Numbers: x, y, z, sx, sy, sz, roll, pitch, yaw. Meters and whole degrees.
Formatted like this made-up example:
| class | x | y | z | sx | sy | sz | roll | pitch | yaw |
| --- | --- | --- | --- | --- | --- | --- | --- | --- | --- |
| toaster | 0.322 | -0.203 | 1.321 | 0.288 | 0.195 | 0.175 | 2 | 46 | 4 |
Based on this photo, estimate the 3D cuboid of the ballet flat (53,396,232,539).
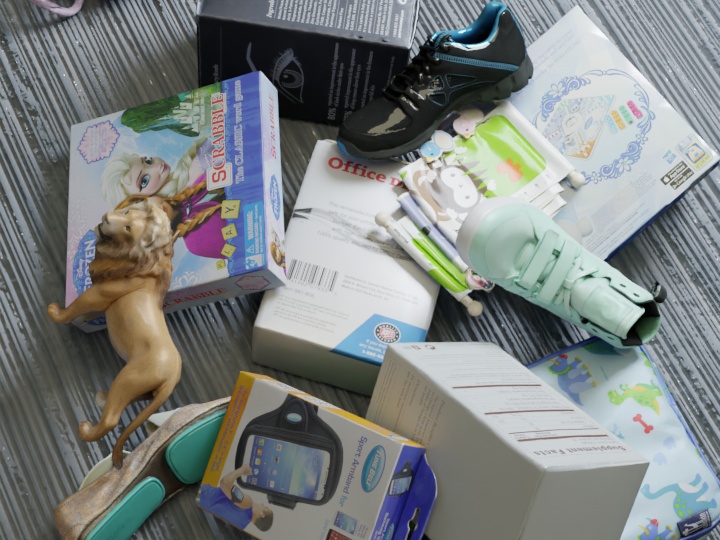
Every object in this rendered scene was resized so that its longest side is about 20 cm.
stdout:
| class | x | y | z | sx | sy | sz | roll | pitch | yaw |
| --- | --- | --- | --- | --- | --- | --- | --- | --- | --- |
| ballet flat | -0.174 | 0.159 | 1.168 | 0.200 | 0.068 | 0.067 | -37 | 45 | -23 |

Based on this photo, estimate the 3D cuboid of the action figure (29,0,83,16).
| class | x | y | z | sx | sy | sz | roll | pitch | yaw |
| --- | --- | --- | --- | --- | --- | --- | --- | --- | --- |
| action figure | -0.266 | -0.359 | 1.413 | 0.149 | 0.134 | 0.200 | -40 | 52 | 22 |

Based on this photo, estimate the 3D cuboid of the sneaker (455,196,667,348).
| class | x | y | z | sx | sy | sz | roll | pitch | yaw |
| --- | --- | --- | --- | --- | --- | --- | --- | --- | --- |
| sneaker | 0.174 | 0.004 | 1.160 | 0.118 | 0.200 | 0.074 | 35 | 98 | 48 |

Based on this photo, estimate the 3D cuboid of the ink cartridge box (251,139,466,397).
| class | x | y | z | sx | sy | sz | roll | pitch | yaw |
| --- | --- | --- | --- | --- | --- | --- | --- | --- | --- |
| ink cartridge box | 0.000 | 0.000 | 1.251 | 0.144 | 0.084 | 0.200 | 17 | 63 | 1 |

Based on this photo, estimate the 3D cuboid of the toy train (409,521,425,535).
| class | x | y | z | sx | sy | sz | roll | pitch | yaw |
| --- | --- | --- | --- | --- | --- | --- | --- | --- | --- |
| toy train | 0.013 | 0.186 | 1.176 | 0.199 | 0.042 | 0.056 | 19 | 30 | 3 |

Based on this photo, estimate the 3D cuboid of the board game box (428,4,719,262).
| class | x | y | z | sx | sy | sz | roll | pitch | yaw |
| --- | --- | --- | --- | --- | --- | --- | --- | --- | --- |
| board game box | 0.192 | -0.108 | 1.302 | 0.200 | 0.043 | 0.199 | -40 | 78 | 3 |

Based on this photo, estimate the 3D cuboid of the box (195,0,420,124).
| class | x | y | z | sx | sy | sz | roll | pitch | yaw |
| --- | --- | --- | --- | --- | --- | --- | --- | --- | --- |
| box | -0.051 | -0.224 | 1.322 | 0.199 | 0.148 | 0.105 | 9 | 63 | -2 |

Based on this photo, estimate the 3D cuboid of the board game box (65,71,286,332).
| class | x | y | z | sx | sy | sz | roll | pitch | yaw |
| --- | --- | --- | --- | --- | --- | --- | --- | --- | --- |
| board game box | -0.166 | -0.061 | 1.241 | 0.199 | 0.041 | 0.201 | -14 | 62 | 18 |

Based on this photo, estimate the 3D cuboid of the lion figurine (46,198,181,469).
| class | x | y | z | sx | sy | sz | roll | pitch | yaw |
| --- | --- | --- | --- | --- | --- | --- | --- | --- | --- |
| lion figurine | -0.185 | 0.049 | 1.146 | 0.122 | 0.072 | 0.200 | -26 | 74 | 16 |

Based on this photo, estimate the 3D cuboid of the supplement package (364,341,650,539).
| class | x | y | z | sx | sy | sz | roll | pitch | yaw |
| --- | --- | --- | --- | --- | --- | --- | --- | --- | --- |
| supplement package | 0.105 | 0.151 | 1.099 | 0.117 | 0.117 | 0.200 | 2 | 24 | -38 |

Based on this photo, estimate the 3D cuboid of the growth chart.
| class | x | y | z | sx | sy | sz | roll | pitch | yaw |
| --- | --- | --- | --- | --- | --- | --- | --- | --- | --- |
| growth chart | 0.105 | -0.068 | 1.244 | 0.145 | 0.018 | 0.200 | 39 | 63 | 9 |

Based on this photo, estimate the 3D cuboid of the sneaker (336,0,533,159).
| class | x | y | z | sx | sy | sz | roll | pitch | yaw |
| --- | --- | --- | --- | --- | --- | --- | --- | --- | --- |
| sneaker | 0.059 | -0.171 | 1.253 | 0.200 | 0.082 | 0.073 | -32 | 42 | -13 |

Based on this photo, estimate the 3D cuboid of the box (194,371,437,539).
| class | x | y | z | sx | sy | sz | roll | pitch | yaw |
| --- | --- | --- | --- | --- | --- | --- | --- | --- | --- |
| box | -0.035 | 0.167 | 1.103 | 0.200 | 0.041 | 0.119 | 19 | 90 | 38 |

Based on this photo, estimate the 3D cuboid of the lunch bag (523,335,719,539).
| class | x | y | z | sx | sy | sz | roll | pitch | yaw |
| --- | --- | --- | --- | --- | --- | --- | --- | --- | --- |
| lunch bag | 0.204 | 0.164 | 1.197 | 0.160 | 0.083 | 0.200 | -17 | 66 | -11 |
